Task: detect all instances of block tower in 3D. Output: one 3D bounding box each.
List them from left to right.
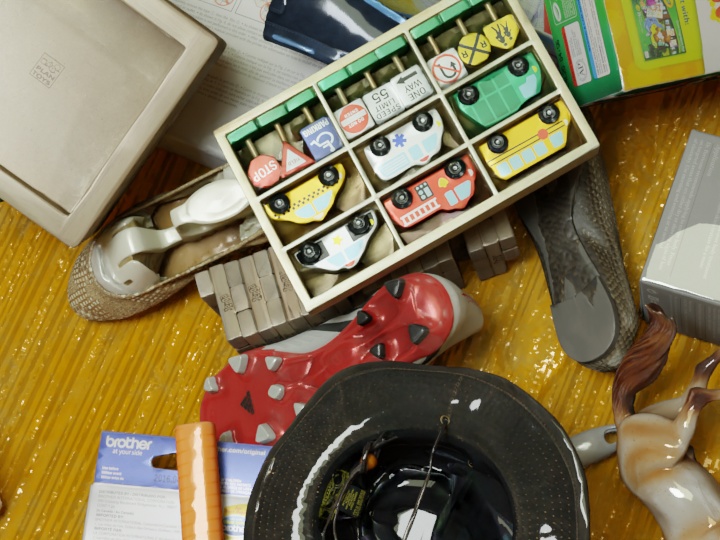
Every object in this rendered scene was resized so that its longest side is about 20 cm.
[{"bbox_3d":[0.000,0.000,1.032,0.199,0.054,0.058,-19,66,5],"label":"block tower"}]

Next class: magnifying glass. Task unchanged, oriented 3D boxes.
[{"bbox_3d":[-0.090,0.190,0.952,0.079,0.022,0.201,-8,72,9],"label":"magnifying glass"}]

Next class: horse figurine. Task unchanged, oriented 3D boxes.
[{"bbox_3d":[0.199,0.120,0.934,0.132,0.050,0.201,-36,71,29],"label":"horse figurine"}]

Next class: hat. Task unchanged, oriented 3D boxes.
[{"bbox_3d":[0.039,0.148,0.906,0.199,0.081,0.202,-9,67,20],"label":"hat"}]

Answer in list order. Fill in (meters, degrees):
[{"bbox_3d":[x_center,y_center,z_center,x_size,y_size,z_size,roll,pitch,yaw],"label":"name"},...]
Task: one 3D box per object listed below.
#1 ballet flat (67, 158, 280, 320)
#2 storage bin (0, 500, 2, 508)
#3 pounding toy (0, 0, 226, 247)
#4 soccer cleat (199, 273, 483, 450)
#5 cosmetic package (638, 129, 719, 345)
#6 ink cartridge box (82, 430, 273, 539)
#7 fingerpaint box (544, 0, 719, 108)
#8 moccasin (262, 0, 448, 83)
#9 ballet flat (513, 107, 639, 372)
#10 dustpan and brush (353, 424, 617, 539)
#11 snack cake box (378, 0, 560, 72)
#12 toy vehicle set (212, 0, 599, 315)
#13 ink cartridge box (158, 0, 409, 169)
[{"bbox_3d":[-0.118,-0.026,1.039,0.199,0.065,0.071,-28,75,17],"label":"ballet flat"},{"bbox_3d":[-0.365,0.119,1.047,0.200,0.094,0.199,-34,66,-2],"label":"storage bin"},{"bbox_3d":[-0.217,-0.119,1.044,0.184,0.142,0.200,35,95,-5],"label":"pounding toy"},{"bbox_3d":[-0.013,0.062,1.008,0.200,0.085,0.069,-32,69,26],"label":"soccer cleat"},{"bbox_3d":[0.274,0.001,0.956,0.199,0.090,0.107,20,75,15],"label":"cosmetic package"},{"bbox_3d":[-0.114,0.203,0.984,0.119,0.042,0.201,3,77,13],"label":"ink cartridge box"},{"bbox_3d":[0.190,-0.214,0.990,0.166,0.073,0.201,-14,91,-22],"label":"fingerpaint box"},{"bbox_3d":[0.029,-0.120,1.031,0.200,0.080,0.068,35,98,10],"label":"moccasin"},{"bbox_3d":[0.138,-0.028,1.022,0.067,0.046,0.201,-31,56,34],"label":"ballet flat"},{"bbox_3d":[0.068,0.135,0.975,0.199,0.057,0.140,-26,70,9],"label":"dustpan and brush"},{"bbox_3d":[0.087,-0.210,1.050,0.199,0.067,0.115,25,74,-1],"label":"snack cake box"},{"bbox_3d":[0.027,-0.076,0.970,0.199,0.027,0.125,-30,81,1],"label":"toy vehicle set"},{"bbox_3d":[-0.071,-0.153,1.109,0.199,0.045,0.177,22,77,18],"label":"ink cartridge box"}]
